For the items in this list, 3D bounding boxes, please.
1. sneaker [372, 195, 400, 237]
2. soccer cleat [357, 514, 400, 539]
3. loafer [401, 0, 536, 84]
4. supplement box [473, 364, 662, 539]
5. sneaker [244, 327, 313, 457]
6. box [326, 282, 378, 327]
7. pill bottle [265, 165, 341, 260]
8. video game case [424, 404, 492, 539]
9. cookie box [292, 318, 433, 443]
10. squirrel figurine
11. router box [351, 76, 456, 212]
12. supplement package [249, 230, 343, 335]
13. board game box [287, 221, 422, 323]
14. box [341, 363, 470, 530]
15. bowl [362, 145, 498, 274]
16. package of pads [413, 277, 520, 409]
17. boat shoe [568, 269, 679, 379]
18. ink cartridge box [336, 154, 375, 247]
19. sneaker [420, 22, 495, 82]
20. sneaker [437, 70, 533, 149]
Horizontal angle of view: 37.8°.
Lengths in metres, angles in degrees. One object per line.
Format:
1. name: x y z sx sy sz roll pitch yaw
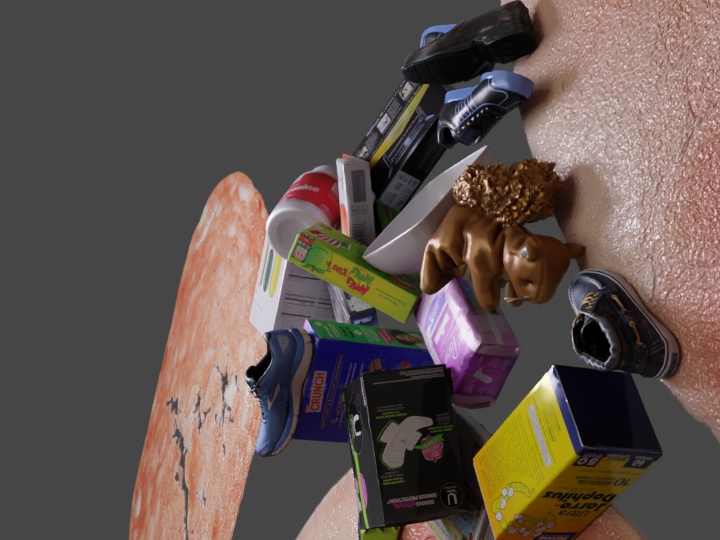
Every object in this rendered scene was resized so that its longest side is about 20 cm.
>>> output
1. sneaker: 0.047 -0.046 1.757 0.084 0.076 0.202 134 145 -75
2. soccer cleat: 0.027 0.366 1.678 0.081 0.067 0.202 112 160 -71
3. loafer: 0.152 -0.322 1.497 0.199 0.073 0.073 -13 60 20
4. supplement box: 0.229 0.212 1.192 0.200 0.108 0.110 120 148 -42
5. sneaker: -0.135 0.178 1.561 0.079 0.089 0.202 -147 67 -67
6. box: -0.012 0.073 1.784 0.200 0.048 0.159 -115 12 -52
7. pill bottle: -0.082 -0.104 1.824 0.200 0.112 0.113 -62 -3 -57
8. video game case: 0.136 0.297 1.487 0.200 0.023 0.183 -138 59 -62
9. cookie box: -0.004 0.175 1.623 0.075 0.199 0.172 -134 56 -61
10. squirrel figurine: 0.189 -0.046 1.338 0.186 0.141 0.202 13 97 60
11. router box: 0.079 -0.217 1.680 0.200 0.052 0.158 -54 33 20
12. supplement package: -0.101 0.027 1.955 0.152 0.150 0.201 -147 67 -65
13. board game box: 0.000 0.000 1.581 0.048 0.199 0.102 -65 -9 20
14. box: 0.058 0.245 1.441 0.149 0.123 0.201 127 136 -69
15. bowl: 0.113 -0.074 1.512 0.200 0.075 0.199 -49 10 -29
16. package of pads: 0.144 0.083 1.469 0.201 0.075 0.121 -111 33 -48
17. boat shoe: 0.267 0.051 1.178 0.200 0.090 0.071 -126 49 -58
18. ink cartridge box: -0.021 -0.105 1.720 0.200 0.050 0.163 -146 50 -73
19. sneaker: 0.144 -0.328 1.605 0.200 0.070 0.078 12 87 65
20. sneaker: 0.172 -0.221 1.478 0.200 0.070 0.078 -10 64 67
